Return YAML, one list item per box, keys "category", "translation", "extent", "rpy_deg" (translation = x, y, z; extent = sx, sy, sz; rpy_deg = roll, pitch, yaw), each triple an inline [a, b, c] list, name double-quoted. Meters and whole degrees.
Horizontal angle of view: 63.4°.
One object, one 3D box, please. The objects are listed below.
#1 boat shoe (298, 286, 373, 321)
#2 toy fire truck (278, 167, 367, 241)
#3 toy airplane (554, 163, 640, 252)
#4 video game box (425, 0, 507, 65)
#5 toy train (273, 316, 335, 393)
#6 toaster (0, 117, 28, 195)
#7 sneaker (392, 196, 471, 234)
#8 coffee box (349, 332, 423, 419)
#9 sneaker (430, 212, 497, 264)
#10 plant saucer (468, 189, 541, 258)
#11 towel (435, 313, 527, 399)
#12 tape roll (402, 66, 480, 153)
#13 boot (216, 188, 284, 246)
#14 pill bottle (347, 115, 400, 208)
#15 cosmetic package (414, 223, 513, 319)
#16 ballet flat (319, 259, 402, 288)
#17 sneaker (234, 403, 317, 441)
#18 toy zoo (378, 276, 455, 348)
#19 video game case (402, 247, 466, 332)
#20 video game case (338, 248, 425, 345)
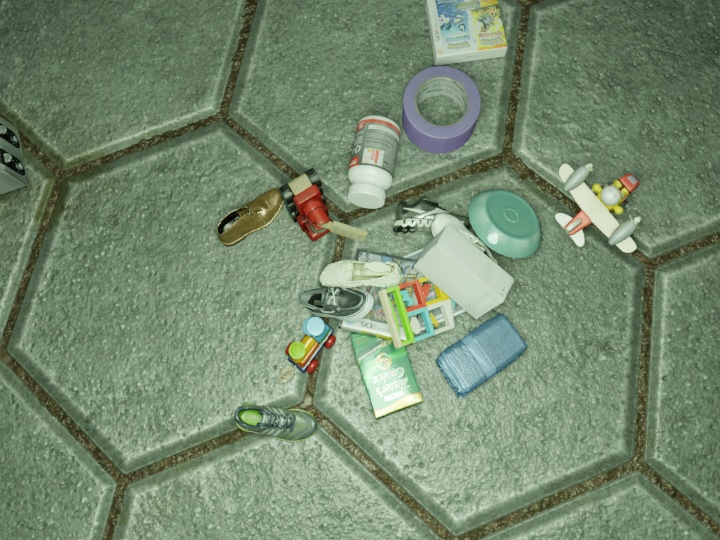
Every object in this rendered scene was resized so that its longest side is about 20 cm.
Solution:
- category: "boat shoe"
  translation: [-0.061, 0.067, 1.332]
  extent: [0.197, 0.068, 0.073]
  rpy_deg: [2, 65, 41]
- category: "toy fire truck"
  translation: [-0.084, -0.122, 1.381]
  extent: [0.127, 0.176, 0.202]
  rpy_deg: [-30, 76, -7]
- category: "toy airplane"
  translation: [0.565, -0.154, 1.387]
  extent: [0.195, 0.141, 0.204]
  rpy_deg: [10, 76, 4]
- category: "video game box"
  translation: [0.285, -0.660, 1.583]
  extent: [0.195, 0.047, 0.187]
  rpy_deg: [-8, 77, 0]
- category: "toy train"
  translation: [-0.141, 0.195, 1.328]
  extent: [0.084, 0.116, 0.201]
  rpy_deg: [35, 78, 11]
- category: "toaster"
  translation: [-0.973, -0.283, 1.482]
  extent: [0.196, 0.119, 0.185]
  rpy_deg: [-19, 74, -3]
- category: "sneaker"
  translation: [0.176, -0.139, 1.434]
  extent: [0.194, 0.067, 0.093]
  rpy_deg: [1, 77, 4]
- category: "coffee box"
  translation: [0.059, 0.226, 1.350]
  extent: [0.120, 0.044, 0.204]
  rpy_deg: [-17, 75, -3]
- category: "sneaker"
  translation: [0.248, -0.067, 1.363]
  extent: [0.198, 0.087, 0.075]
  rpy_deg: [35, 86, -20]
- category: "plant saucer"
  translation: [0.355, -0.124, 1.398]
  extent: [0.195, 0.036, 0.204]
  rpy_deg: [9, 55, -13]
- category: "towel"
  translation: [0.278, 0.195, 1.350]
  extent: [0.198, 0.049, 0.113]
  rpy_deg: [-33, 76, -6]
- category: "tape roll"
  translation: [0.205, -0.412, 1.498]
  extent: [0.194, 0.085, 0.205]
  rpy_deg: [-1, 74, 2]
- category: "boot"
  translation: [-0.270, -0.139, 1.444]
  extent: [0.199, 0.076, 0.074]
  rpy_deg: [-40, 75, -10]
- category: "pill bottle"
  translation: [0.031, -0.267, 1.447]
  extent: [0.113, 0.116, 0.205]
  rpy_deg: [9, 75, 4]
- category: "cosmetic package"
  translation: [0.233, 0.004, 1.327]
  extent: [0.199, 0.113, 0.082]
  rpy_deg: [41, 53, -5]
- category: "ballet flat"
  translation: [0.000, 0.000, 1.352]
  extent: [0.194, 0.072, 0.074]
  rpy_deg: [-1, 74, 4]
- category: "sneaker"
  translation: [-0.195, 0.342, 1.308]
  extent: [0.194, 0.081, 0.076]
  rpy_deg: [4, 75, 3]
- category: "toy zoo"
  translation: [0.141, 0.086, 1.333]
  extent: [0.196, 0.020, 0.134]
  rpy_deg: [-15, 84, -32]
- category: "video game case"
  translation: [0.167, 0.038, 1.409]
  extent: [0.196, 0.023, 0.185]
  rpy_deg: [-23, 75, -4]
- category: "video game case"
  translation: [0.055, 0.058, 1.371]
  extent: [0.176, 0.026, 0.204]
  rpy_deg: [11, 68, 9]
